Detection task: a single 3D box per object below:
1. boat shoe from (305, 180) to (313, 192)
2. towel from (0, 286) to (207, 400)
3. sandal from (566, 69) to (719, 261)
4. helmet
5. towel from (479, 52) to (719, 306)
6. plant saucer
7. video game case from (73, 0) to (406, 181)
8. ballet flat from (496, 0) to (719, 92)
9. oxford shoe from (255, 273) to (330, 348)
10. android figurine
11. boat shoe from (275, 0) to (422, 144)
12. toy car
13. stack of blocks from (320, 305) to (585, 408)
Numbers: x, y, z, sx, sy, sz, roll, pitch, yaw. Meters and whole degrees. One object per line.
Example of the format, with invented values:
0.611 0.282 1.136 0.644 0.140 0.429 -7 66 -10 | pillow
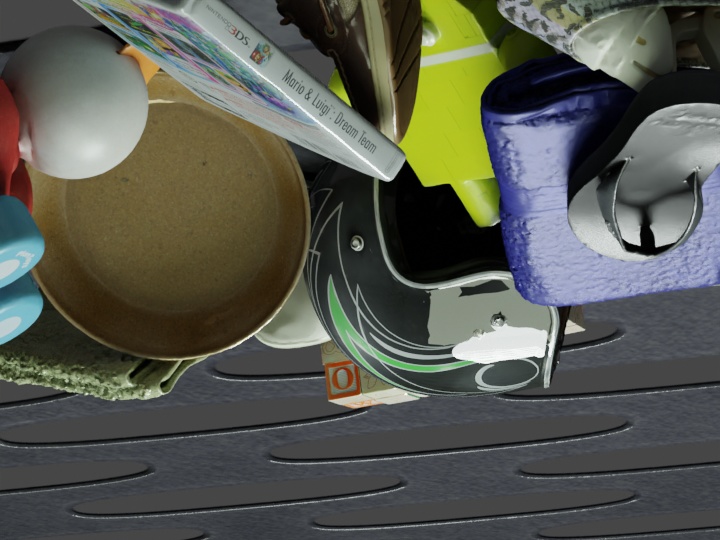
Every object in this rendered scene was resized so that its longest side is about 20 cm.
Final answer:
-0.090 -0.042 1.389 0.199 0.071 0.064 -1 158 -24 | boat shoe
-0.182 0.042 1.401 0.199 0.148 0.037 6 123 37 | towel
0.154 -0.043 1.024 0.076 0.043 0.200 0 159 -2 | sandal
0.053 -0.010 1.323 0.190 0.201 0.200 12 157 8 | helmet
0.150 -0.056 1.112 0.147 0.050 0.200 -7 144 6 | towel
-0.130 -0.040 1.296 0.199 0.201 0.035 -5 -164 6 | plant saucer
-0.090 -0.126 1.081 0.182 0.024 0.200 37 174 -42 | video game case
0.170 -0.121 0.980 0.199 0.072 0.072 0 156 -4 | ballet flat
0.000 0.000 1.463 0.199 0.076 0.058 -22 163 15 | oxford shoe
0.055 -0.112 1.164 0.181 0.041 0.200 -3 130 47 | android figurine
-0.013 -0.160 1.066 0.072 0.072 0.201 1 130 19 | boat shoe
-0.203 -0.086 1.208 0.199 0.185 0.177 -26 163 -19 | toy car
0.069 0.033 1.495 0.199 0.116 0.059 -12 166 19 | stack of blocks
